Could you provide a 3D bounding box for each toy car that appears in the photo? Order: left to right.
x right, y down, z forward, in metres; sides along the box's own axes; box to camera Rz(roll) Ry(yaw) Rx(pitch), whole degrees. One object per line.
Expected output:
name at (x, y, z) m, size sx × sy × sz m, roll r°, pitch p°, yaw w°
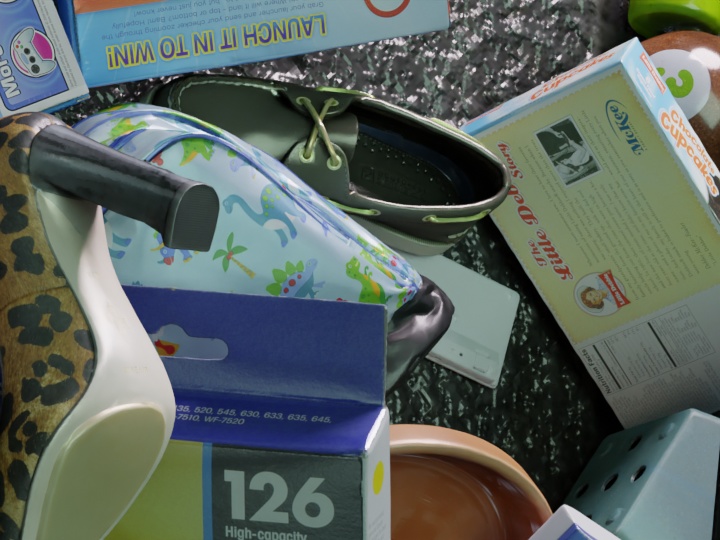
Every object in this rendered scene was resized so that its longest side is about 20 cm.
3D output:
toy car at (0.242, -0.087, 1.338) m, size 0.158 × 0.200 × 0.165 m, roll 20°, pitch 71°, yaw -29°

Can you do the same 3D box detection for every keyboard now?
keyboard at (0.000, 0.000, 1.281) m, size 0.200 × 0.011 × 0.056 m, roll 26°, pitch 63°, yaw -27°

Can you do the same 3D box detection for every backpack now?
backpack at (-0.074, 0.008, 1.159) m, size 0.200 × 0.154 × 0.163 m, roll 45°, pitch 88°, yaw -5°

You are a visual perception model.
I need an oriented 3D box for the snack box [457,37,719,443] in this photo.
snack box at (0.147, -0.013, 1.313) m, size 0.200 × 0.116 × 0.037 m, roll 57°, pitch 33°, yaw -13°

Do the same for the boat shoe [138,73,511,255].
boat shoe at (-0.016, -0.062, 1.243) m, size 0.201 × 0.060 × 0.072 m, roll 17°, pitch 61°, yaw -31°

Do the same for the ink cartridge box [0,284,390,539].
ink cartridge box at (-0.086, 0.109, 1.073) m, size 0.047 × 0.197 × 0.200 m, roll -45°, pitch 136°, yaw -66°

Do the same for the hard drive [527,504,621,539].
hard drive at (0.074, 0.215, 1.197) m, size 0.200 × 0.025 × 0.132 m, roll -47°, pitch 126°, yaw 12°

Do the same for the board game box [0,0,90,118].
board game box at (-0.246, -0.133, 1.085) m, size 0.196 × 0.056 × 0.200 m, roll -24°, pitch 96°, yaw -33°

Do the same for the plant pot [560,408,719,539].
plant pot at (0.203, 0.176, 1.310) m, size 0.200 × 0.141 × 0.141 m, roll 43°, pitch 61°, yaw -11°

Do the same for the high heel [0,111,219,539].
high heel at (-0.146, 0.035, 1.048) m, size 0.071 × 0.142 × 0.200 m, roll 20°, pitch 91°, yaw -53°

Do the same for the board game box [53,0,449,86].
board game box at (-0.063, -0.201, 1.185) m, size 0.200 × 0.056 × 0.196 m, roll -11°, pitch 105°, yaw -23°

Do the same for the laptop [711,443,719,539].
laptop at (0.272, 0.116, 1.227) m, size 0.177 × 0.103 × 0.200 m, roll -34°, pitch 88°, yaw -28°

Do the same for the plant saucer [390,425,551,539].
plant saucer at (-0.002, 0.155, 1.170) m, size 0.200 × 0.032 × 0.201 m, roll -12°, pitch 127°, yaw -16°
